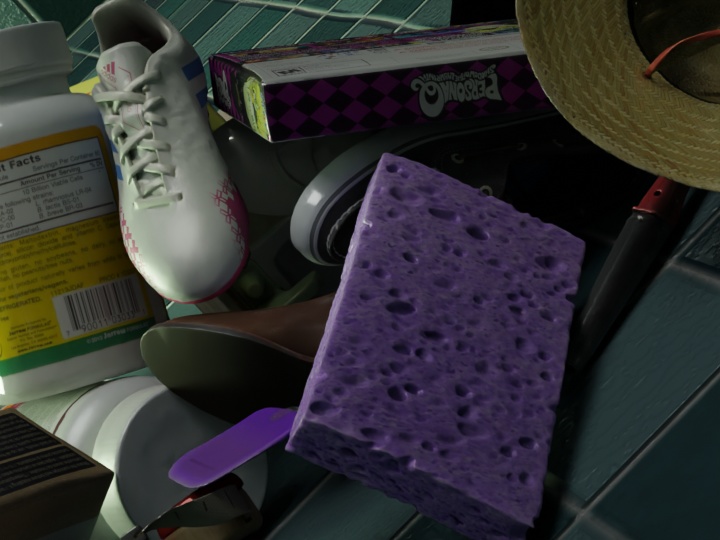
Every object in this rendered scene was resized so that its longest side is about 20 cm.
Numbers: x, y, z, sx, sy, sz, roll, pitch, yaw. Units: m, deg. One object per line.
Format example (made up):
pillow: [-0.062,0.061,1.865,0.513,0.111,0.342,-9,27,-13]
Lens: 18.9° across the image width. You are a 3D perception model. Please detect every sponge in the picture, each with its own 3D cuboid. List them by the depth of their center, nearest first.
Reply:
sponge: [0.039,0.032,0.991,0.200,0.111,0.030,-73,10,-50]

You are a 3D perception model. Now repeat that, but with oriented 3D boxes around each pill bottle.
pill bottle: [-0.138,0.116,1.214,0.110,0.110,0.200,-52,20,-26]
pill bottle: [-0.182,-0.033,1.223,0.112,0.201,0.113,-16,2,1]

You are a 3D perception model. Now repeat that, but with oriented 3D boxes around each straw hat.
straw hat: [0.173,-0.113,1.039,0.201,0.201,0.085,-45,-15,-7]

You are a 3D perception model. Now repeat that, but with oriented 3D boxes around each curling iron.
curling iron: [0.150,-0.029,1.060,0.200,0.026,0.050,-51,22,-23]

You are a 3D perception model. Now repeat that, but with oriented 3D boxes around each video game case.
video game case: [0.031,-0.104,1.149,0.199,0.036,0.181,-8,12,-12]

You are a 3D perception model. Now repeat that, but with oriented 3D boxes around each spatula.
spatula: [0.003,0.066,1.021,0.200,0.021,0.056,-13,9,-24]

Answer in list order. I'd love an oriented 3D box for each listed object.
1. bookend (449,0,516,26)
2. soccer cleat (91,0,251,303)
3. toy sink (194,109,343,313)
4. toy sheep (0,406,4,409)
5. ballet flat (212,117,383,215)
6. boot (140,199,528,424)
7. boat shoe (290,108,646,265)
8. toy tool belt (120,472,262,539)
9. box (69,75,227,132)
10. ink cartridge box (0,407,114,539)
bookend: [0.161,-0.213,1.323,0.092,0.198,0.200,-72,-11,-58]
soccer cleat: [-0.112,-0.068,1.151,0.070,0.086,0.200,-26,44,9]
toy sink: [-0.048,-0.020,1.306,0.112,0.130,0.200,-42,16,3]
toy sheep: [-0.249,0.100,1.465,0.138,0.138,0.200,-42,23,3]
ballet flat: [0.008,-0.070,1.229,0.200,0.070,0.069,-1,-3,-28]
boot: [0.000,0.000,1.159,0.186,0.064,0.200,9,42,14]
boat shoe: [0.062,-0.037,1.113,0.200,0.070,0.066,-15,38,-31]
toy tool belt: [-0.105,0.198,0.989,0.200,0.123,0.125,-35,-7,-8]
box: [-0.152,-0.080,1.338,0.050,0.075,0.200,-50,20,-22]
ink cartridge box: [-0.220,0.181,1.069,0.165,0.075,0.200,-14,-52,-65]
